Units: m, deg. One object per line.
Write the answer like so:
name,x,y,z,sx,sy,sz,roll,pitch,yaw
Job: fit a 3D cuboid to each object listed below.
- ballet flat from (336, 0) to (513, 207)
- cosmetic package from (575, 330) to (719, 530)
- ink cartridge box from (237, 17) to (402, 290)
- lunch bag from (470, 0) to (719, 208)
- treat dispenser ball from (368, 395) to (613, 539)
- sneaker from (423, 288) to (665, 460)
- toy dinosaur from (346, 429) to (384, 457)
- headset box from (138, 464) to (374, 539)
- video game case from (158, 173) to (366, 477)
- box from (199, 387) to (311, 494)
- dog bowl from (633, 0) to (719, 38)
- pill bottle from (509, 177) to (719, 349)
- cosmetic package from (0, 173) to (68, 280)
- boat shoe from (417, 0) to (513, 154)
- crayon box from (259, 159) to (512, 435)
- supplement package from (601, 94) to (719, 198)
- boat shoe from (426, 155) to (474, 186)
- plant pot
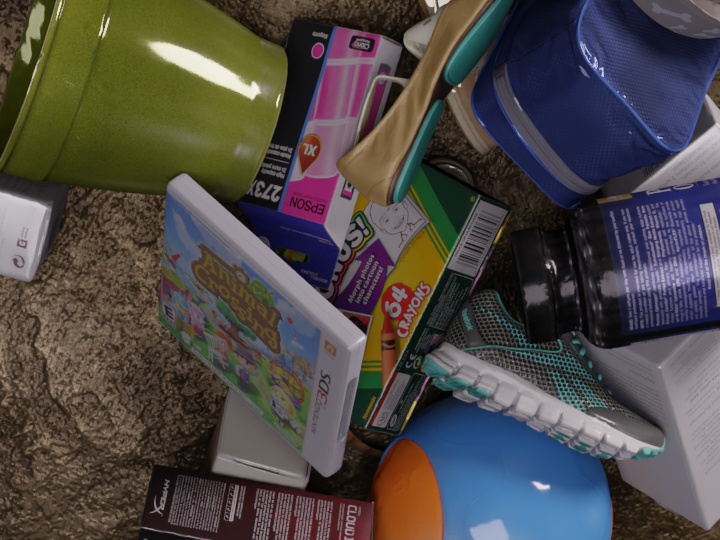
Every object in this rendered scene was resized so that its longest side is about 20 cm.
ballet flat,0.046,-0.146,1.571,0.063,0.069,0.201,29,89,13
cosmetic package,0.244,0.103,1.662,0.074,0.101,0.201,-41,135,-19
ink cartridge box,-0.038,-0.093,1.633,0.094,0.037,0.201,16,90,38
lunch bag,0.175,-0.155,1.577,0.132,0.200,0.136,-27,112,40
treat dispenser ball,0.105,0.198,1.692,0.200,0.201,0.202,1,109,3
sneaker,0.152,0.079,1.600,0.199,0.078,0.092,26,77,-10
toy dinosaur,-0.042,0.094,1.740,0.106,0.060,0.201,-16,107,7
headset box,-0.080,0.246,1.655,0.199,0.077,0.149,9,129,-2
video game case,-0.080,0.045,1.601,0.200,0.022,0.182,42,149,21
box,-0.101,0.201,1.729,0.077,0.095,0.201,16,126,-7
dog bowl,0.253,-0.264,1.546,0.200,0.200,0.059,50,144,-13
pill bottle,0.215,-0.004,1.543,0.199,0.112,0.113,-9,108,2
cosmetic package,-0.342,-0.063,1.676,0.199,0.102,0.074,16,108,-4
boat shoe,0.089,-0.190,1.630,0.069,0.074,0.201,-14,106,14
crayon box,0.000,0.000,1.640,0.172,0.058,0.201,30,97,34
supplement package,0.296,-0.023,1.655,0.114,0.110,0.200,-40,102,15
boat shoe,0.038,0.006,1.697,0.071,0.076,0.201,15,109,-2
plant pot,-0.165,-0.140,1.612,0.192,0.201,0.201,18,109,-15
